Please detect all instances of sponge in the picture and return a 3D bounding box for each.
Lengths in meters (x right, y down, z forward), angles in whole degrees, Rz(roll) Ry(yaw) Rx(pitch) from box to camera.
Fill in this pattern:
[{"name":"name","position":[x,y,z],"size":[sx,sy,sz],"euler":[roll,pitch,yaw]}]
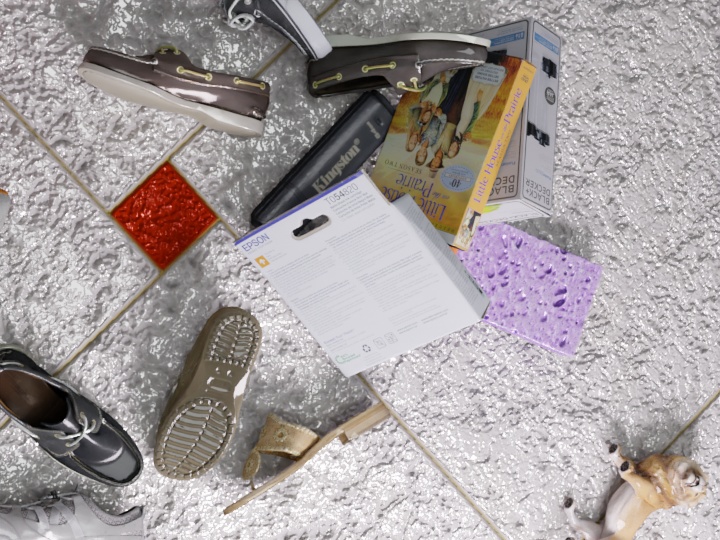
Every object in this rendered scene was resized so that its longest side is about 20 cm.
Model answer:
[{"name":"sponge","position":[0.170,0.011,1.449],"size":[0.199,0.030,0.112],"euler":[22,86,-18]}]

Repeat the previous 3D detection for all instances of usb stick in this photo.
[{"name":"usb stick","position":[-0.037,-0.108,1.369],"size":[0.200,0.033,0.055],"euler":[-48,111,-10]}]

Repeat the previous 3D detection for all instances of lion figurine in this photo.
[{"name":"lion figurine","position":[0.312,0.285,1.509],"size":[0.122,0.073,0.200],"euler":[40,96,-27]}]

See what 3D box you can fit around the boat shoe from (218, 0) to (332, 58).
[{"name":"boat shoe","position":[-0.115,-0.277,1.298],"size":[0.068,0.074,0.199],"euler":[-45,95,1]}]

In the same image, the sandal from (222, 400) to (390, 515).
[{"name":"sandal","position":[-0.072,0.179,1.374],"size":[0.211,0.078,0.070],"euler":[-29,83,-20]}]

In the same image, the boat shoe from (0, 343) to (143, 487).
[{"name":"boat shoe","position":[-0.298,0.155,1.289],"size":[0.200,0.068,0.072],"euler":[44,79,-20]}]

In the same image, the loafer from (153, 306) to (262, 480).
[{"name":"loafer","position":[-0.156,0.125,1.335],"size":[0.076,0.067,0.201],"euler":[24,102,-15]}]

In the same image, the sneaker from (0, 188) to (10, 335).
[{"name":"sneaker","position":[-0.379,0.017,1.254],"size":[0.092,0.076,0.201],"euler":[26,94,-26]}]

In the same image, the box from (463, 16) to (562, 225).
[{"name":"box","position":[0.144,-0.153,1.350],"size":[0.060,0.116,0.202],"euler":[20,71,-47]}]

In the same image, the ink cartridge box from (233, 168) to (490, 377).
[{"name":"ink cartridge box","position":[0.000,0.000,1.317],"size":[0.200,0.199,0.041],"euler":[51,40,-18]}]

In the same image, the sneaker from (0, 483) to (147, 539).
[{"name":"sneaker","position":[-0.310,0.253,1.300],"size":[0.199,0.075,0.083],"euler":[19,75,-25]}]

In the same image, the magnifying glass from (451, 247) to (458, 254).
[{"name":"magnifying glass","position":[0.118,-0.087,1.406],"size":[0.079,0.022,0.201],"euler":[25,72,-10]}]

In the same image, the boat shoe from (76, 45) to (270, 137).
[{"name":"boat shoe","position":[-0.185,-0.191,1.295],"size":[0.199,0.072,0.060],"euler":[16,84,-23]}]

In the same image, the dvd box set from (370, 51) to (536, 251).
[{"name":"dvd box set","position":[0.087,-0.133,1.332],"size":[0.029,0.146,0.201],"euler":[21,90,-46]}]

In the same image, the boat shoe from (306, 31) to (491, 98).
[{"name":"boat shoe","position":[0.038,-0.210,1.323],"size":[0.200,0.072,0.061],"euler":[2,88,24]}]
